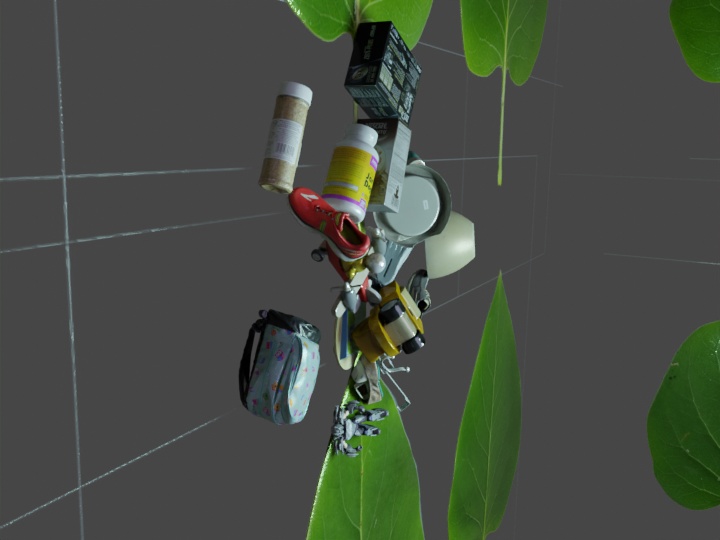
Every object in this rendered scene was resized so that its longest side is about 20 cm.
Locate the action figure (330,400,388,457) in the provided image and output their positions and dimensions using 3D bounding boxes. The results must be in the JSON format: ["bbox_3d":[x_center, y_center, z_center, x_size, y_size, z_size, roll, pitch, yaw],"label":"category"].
[{"bbox_3d":[-0.011,0.377,1.767,0.199,0.069,0.132,3,98,-59],"label":"action figure"}]

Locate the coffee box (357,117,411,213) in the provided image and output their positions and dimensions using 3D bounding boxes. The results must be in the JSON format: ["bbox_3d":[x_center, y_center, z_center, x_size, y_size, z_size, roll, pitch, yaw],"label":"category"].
[{"bbox_3d":[0.040,-0.242,1.683,0.079,0.113,0.203,22,75,-59],"label":"coffee box"}]

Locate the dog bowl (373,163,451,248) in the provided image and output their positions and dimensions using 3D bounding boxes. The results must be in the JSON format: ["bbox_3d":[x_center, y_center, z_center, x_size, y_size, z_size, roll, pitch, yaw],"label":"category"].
[{"bbox_3d":[0.119,-0.158,1.772,0.059,0.197,0.203,-148,-120,-74],"label":"dog bowl"}]

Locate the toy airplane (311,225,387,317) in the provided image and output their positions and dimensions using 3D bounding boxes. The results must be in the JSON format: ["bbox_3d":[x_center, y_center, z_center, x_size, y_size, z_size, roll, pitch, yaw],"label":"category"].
[{"bbox_3d":[0.000,0.000,1.587,0.198,0.140,0.203,4,81,-52],"label":"toy airplane"}]

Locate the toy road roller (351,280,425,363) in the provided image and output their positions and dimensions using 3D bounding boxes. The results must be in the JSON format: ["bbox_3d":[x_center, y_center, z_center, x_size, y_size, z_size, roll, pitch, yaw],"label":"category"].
[{"bbox_3d":[0.060,0.128,1.696,0.124,0.145,0.200,57,14,-13],"label":"toy road roller"}]

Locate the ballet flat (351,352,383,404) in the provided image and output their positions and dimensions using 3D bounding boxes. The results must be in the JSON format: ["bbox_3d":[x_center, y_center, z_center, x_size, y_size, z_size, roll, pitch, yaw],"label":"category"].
[{"bbox_3d":[0.014,0.264,1.777,0.066,0.068,0.202,-20,133,-11],"label":"ballet flat"}]

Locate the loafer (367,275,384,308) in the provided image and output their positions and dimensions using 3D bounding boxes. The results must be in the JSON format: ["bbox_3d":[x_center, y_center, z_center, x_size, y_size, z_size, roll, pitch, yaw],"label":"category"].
[{"bbox_3d":[0.058,0.069,1.820,0.201,0.062,0.073,61,19,-52],"label":"loafer"}]

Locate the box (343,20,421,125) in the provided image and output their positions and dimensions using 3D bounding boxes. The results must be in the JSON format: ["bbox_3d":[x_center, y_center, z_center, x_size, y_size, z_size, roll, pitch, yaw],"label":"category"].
[{"bbox_3d":[0.056,-0.450,1.696,0.200,0.085,0.166,35,65,-59],"label":"box"}]

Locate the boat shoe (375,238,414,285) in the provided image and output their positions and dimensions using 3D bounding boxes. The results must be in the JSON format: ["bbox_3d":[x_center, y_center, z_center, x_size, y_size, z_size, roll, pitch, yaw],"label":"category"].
[{"bbox_3d":[0.091,-0.058,1.850,0.201,0.073,0.067,-58,180,-1],"label":"boat shoe"}]

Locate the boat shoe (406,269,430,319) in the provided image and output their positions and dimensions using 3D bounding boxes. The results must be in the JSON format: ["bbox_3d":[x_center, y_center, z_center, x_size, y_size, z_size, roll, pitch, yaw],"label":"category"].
[{"bbox_3d":[0.161,0.088,2.025,0.075,0.072,0.202,58,46,-50],"label":"boat shoe"}]

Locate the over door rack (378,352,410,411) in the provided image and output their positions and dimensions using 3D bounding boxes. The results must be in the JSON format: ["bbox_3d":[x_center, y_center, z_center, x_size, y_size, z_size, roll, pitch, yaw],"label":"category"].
[{"bbox_3d":[0.077,0.229,1.826,0.148,0.066,0.201,-115,-177,-49],"label":"over door rack"}]

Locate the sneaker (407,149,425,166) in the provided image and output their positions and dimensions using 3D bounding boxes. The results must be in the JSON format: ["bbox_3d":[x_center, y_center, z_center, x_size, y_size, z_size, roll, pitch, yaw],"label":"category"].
[{"bbox_3d":[0.123,-0.218,1.890,0.080,0.070,0.202,-115,-154,-47],"label":"sneaker"}]

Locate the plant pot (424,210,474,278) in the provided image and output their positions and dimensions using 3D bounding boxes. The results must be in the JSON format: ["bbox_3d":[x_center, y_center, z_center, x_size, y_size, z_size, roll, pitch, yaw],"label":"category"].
[{"bbox_3d":[0.250,-0.082,2.030,0.200,0.132,0.204,-3,90,-82],"label":"plant pot"}]

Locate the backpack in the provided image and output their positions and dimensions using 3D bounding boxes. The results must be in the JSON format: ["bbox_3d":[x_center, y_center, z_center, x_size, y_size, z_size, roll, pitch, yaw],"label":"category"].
[{"bbox_3d":[-0.149,0.190,1.401,0.167,0.125,0.203,38,66,-62],"label":"backpack"}]

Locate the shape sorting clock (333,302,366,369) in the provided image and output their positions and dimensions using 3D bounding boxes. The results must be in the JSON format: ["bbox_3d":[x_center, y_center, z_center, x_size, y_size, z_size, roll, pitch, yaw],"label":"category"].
[{"bbox_3d":[-0.026,0.131,1.713,0.200,0.039,0.203,1,90,-71],"label":"shape sorting clock"}]

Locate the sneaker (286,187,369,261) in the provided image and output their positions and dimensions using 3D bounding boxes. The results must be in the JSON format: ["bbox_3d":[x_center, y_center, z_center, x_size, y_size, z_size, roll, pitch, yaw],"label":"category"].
[{"bbox_3d":[-0.058,-0.105,1.471,0.199,0.085,0.077,39,61,-10],"label":"sneaker"}]

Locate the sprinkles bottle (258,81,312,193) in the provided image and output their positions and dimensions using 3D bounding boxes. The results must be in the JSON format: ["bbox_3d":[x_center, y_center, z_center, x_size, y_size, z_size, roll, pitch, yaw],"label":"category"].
[{"bbox_3d":[-0.143,-0.251,1.380,0.068,0.067,0.203,25,74,-61],"label":"sprinkles bottle"}]

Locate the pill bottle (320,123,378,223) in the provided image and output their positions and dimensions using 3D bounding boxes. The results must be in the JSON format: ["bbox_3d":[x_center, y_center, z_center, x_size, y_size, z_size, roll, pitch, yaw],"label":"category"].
[{"bbox_3d":[-0.020,-0.212,1.584,0.104,0.103,0.203,38,62,-58],"label":"pill bottle"}]
